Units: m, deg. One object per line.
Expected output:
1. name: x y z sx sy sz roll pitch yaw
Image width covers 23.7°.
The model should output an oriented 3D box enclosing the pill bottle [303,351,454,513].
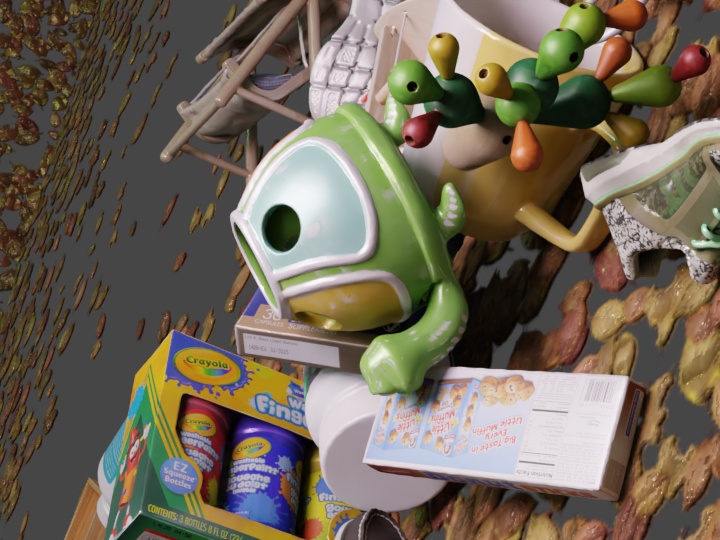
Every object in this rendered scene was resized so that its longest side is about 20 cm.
1. pill bottle: 0.014 0.076 1.266 0.113 0.113 0.200 -57 21 28

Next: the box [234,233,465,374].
1. box: 0.000 0.000 1.252 0.200 0.121 0.032 -61 -27 -51

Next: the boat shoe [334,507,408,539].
1. boat shoe: 0.030 0.228 1.127 0.061 0.072 0.201 -52 31 27

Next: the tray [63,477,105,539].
1. tray: -0.331 0.350 2.009 0.200 0.037 0.099 -69 19 -3

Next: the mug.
1. mug: 0.101 -0.098 1.196 0.187 0.149 0.153 -92 22 -63

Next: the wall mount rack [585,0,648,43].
1. wall mount rack: 0.202 -0.243 1.128 0.200 0.075 0.174 -54 26 -3

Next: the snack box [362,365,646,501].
1. snack box: 0.085 0.098 1.078 0.200 0.024 0.072 0 68 46

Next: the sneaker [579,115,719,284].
1. sneaker: 0.207 -0.039 0.987 0.200 0.077 0.089 -20 81 63

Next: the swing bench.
1. swing bench: -0.109 -0.214 1.902 0.199 0.130 0.200 -32 39 60

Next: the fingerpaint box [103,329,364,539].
1. fingerpaint box: -0.078 0.159 1.287 0.073 0.200 0.167 -47 27 42

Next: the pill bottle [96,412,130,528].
1. pill bottle: -0.190 0.181 1.700 0.200 0.111 0.111 -55 23 32

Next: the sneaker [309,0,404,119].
1. sneaker: 0.009 -0.228 1.724 0.082 0.077 0.200 56 -125 -80

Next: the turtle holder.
1. turtle holder: -0.004 -0.012 1.148 0.132 0.186 0.141 -26 8 -11

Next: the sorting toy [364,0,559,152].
1. sorting toy: 0.088 -0.150 1.362 0.180 0.107 0.200 -37 31 40

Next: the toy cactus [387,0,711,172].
1. toy cactus: 0.102 -0.097 1.060 0.165 0.200 0.102 -41 66 62
